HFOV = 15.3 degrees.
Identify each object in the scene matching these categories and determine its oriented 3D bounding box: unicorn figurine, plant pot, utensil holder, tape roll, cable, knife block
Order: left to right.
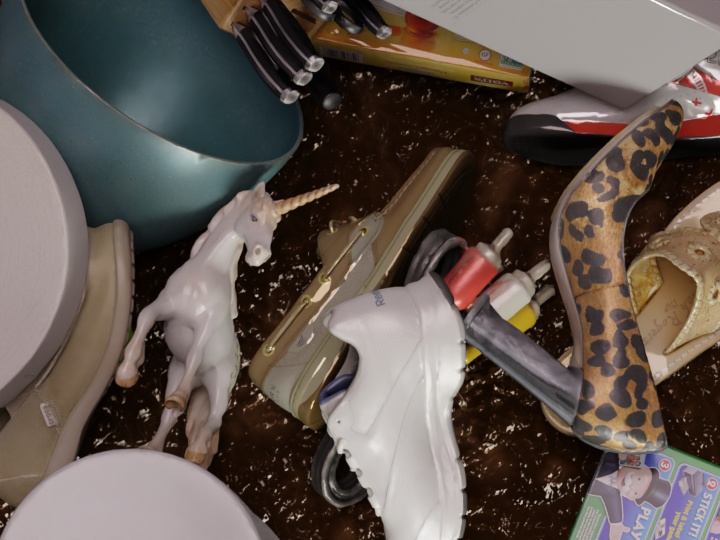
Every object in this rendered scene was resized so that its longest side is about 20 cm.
[{"bbox_3d":[-0.257,-0.011,1.559,0.203,0.037,0.203,-1,88,15],"label":"tape roll"},{"bbox_3d":[-0.155,-0.087,1.652,0.200,0.200,0.135,44,118,11],"label":"plant pot"},{"bbox_3d":[-0.123,0.195,1.562,0.170,0.200,0.170,-1,76,3],"label":"utensil holder"},{"bbox_3d":[-0.093,0.035,1.604,0.074,0.200,0.137,25,57,-1],"label":"unicorn figurine"},{"bbox_3d":[-0.063,-0.171,1.649,0.200,0.064,0.176,-9,66,46],"label":"knife block"},{"bbox_3d":[0.037,0.056,1.645,0.050,0.097,0.200,27,73,45],"label":"cable"}]

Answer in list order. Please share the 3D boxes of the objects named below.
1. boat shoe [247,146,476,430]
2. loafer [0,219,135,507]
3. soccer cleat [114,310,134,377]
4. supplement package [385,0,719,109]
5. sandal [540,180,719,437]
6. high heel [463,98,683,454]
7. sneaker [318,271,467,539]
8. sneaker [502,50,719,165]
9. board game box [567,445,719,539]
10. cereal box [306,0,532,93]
[{"bbox_3d":[0.000,0.000,1.665,0.066,0.074,0.200,28,75,23],"label":"boat shoe"},{"bbox_3d":[-0.186,0.058,1.599,0.068,0.076,0.200,16,110,-13],"label":"loafer"},{"bbox_3d":[-0.231,0.021,1.642,0.200,0.068,0.081,29,87,-24],"label":"soccer cleat"},{"bbox_3d":[0.116,-0.201,1.582,0.200,0.121,0.120,23,61,-23],"label":"supplement package"},{"bbox_3d":[0.194,0.017,1.653,0.078,0.070,0.212,43,82,11],"label":"sandal"},{"bbox_3d":[0.171,0.007,1.616,0.143,0.071,0.200,38,83,7],"label":"high heel"},{"bbox_3d":[0.018,0.099,1.612,0.087,0.075,0.200,-7,106,-11],"label":"sneaker"},{"bbox_3d":[0.187,-0.128,1.691,0.201,0.067,0.108,-3,76,-1],"label":"sneaker"},{"bbox_3d":[0.179,0.211,1.630,0.134,0.029,0.200,22,79,7],"label":"board game box"},{"bbox_3d":[0.055,-0.222,1.686,0.144,0.040,0.200,10,78,5],"label":"cereal box"}]
